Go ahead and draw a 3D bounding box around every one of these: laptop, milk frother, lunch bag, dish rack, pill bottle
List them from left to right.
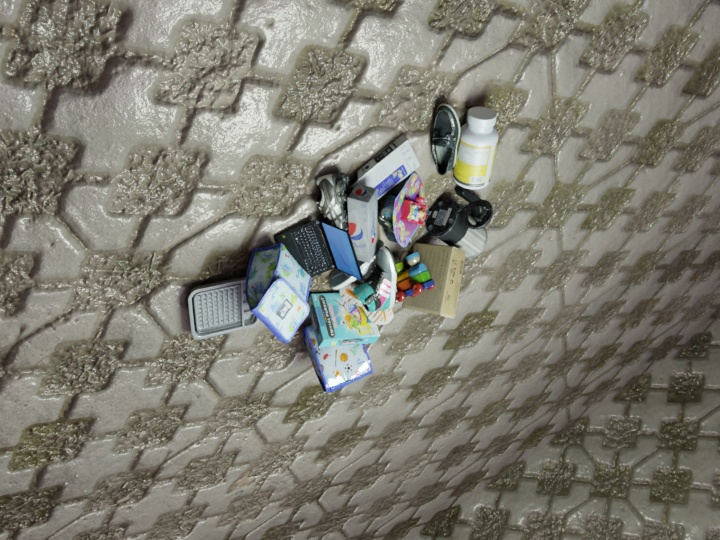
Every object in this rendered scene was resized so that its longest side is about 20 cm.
[{"bbox_3d":[-0.370,0.094,1.564,0.194,0.044,0.176,-12,131,-24],"label":"dish rack"},{"bbox_3d":[-0.218,0.061,1.508,0.123,0.206,0.171,-10,141,26],"label":"lunch bag"},{"bbox_3d":[-0.110,-0.032,1.553,0.194,0.105,0.181,-20,131,-1],"label":"laptop"},{"bbox_3d":[-0.070,0.257,1.764,0.165,0.204,0.125,-20,150,-16],"label":"lunch bag"},{"bbox_3d":[0.328,-0.127,1.712,0.185,0.201,0.183,25,107,-42],"label":"milk frother"},{"bbox_3d":[0.322,-0.340,1.596,0.108,0.113,0.205,-14,132,-20],"label":"pill bottle"}]

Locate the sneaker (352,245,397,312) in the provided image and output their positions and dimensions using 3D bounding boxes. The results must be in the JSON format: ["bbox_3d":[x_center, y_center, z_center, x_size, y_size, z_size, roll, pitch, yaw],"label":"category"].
[{"bbox_3d":[0.034,0.036,1.610,0.117,0.084,0.206,-19,127,-24],"label":"sneaker"}]

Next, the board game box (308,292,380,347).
[{"bbox_3d":[-0.051,0.145,1.722,0.194,0.155,0.047,0,147,-32],"label":"board game box"}]

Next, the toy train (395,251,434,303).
[{"bbox_3d":[0.120,0.030,1.711,0.197,0.120,0.083,-26,173,41],"label":"toy train"}]

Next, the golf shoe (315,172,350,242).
[{"bbox_3d":[-0.072,-0.163,1.523,0.091,0.079,0.206,4,122,11],"label":"golf shoe"}]

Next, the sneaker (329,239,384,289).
[{"bbox_3d":[0.000,0.000,1.654,0.197,0.071,0.081,-34,137,2],"label":"sneaker"}]

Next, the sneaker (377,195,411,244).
[{"bbox_3d":[0.111,-0.142,1.650,0.201,0.075,0.089,56,48,-63],"label":"sneaker"}]

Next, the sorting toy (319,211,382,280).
[{"bbox_3d":[-0.032,-0.075,1.650,0.193,0.037,0.190,-17,132,-14],"label":"sorting toy"}]

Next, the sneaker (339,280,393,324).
[{"bbox_3d":[0.021,0.086,1.730,0.198,0.078,0.079,38,100,-16],"label":"sneaker"}]

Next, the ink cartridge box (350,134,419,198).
[{"bbox_3d":[0.062,-0.263,1.549,0.198,0.039,0.100,-38,136,-1],"label":"ink cartridge box"}]

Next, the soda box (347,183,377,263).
[{"bbox_3d":[0.007,-0.123,1.538,0.069,0.061,0.205,-58,156,-43],"label":"soda box"}]

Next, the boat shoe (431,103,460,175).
[{"bbox_3d":[0.222,-0.345,1.549,0.067,0.073,0.203,-54,155,-34],"label":"boat shoe"}]

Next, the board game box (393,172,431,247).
[{"bbox_3d":[0.152,-0.168,1.602,0.202,0.038,0.161,-56,143,-35],"label":"board game box"}]

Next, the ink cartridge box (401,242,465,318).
[{"bbox_3d":[0.222,0.028,1.740,0.074,0.162,0.208,13,87,-41],"label":"ink cartridge box"}]
